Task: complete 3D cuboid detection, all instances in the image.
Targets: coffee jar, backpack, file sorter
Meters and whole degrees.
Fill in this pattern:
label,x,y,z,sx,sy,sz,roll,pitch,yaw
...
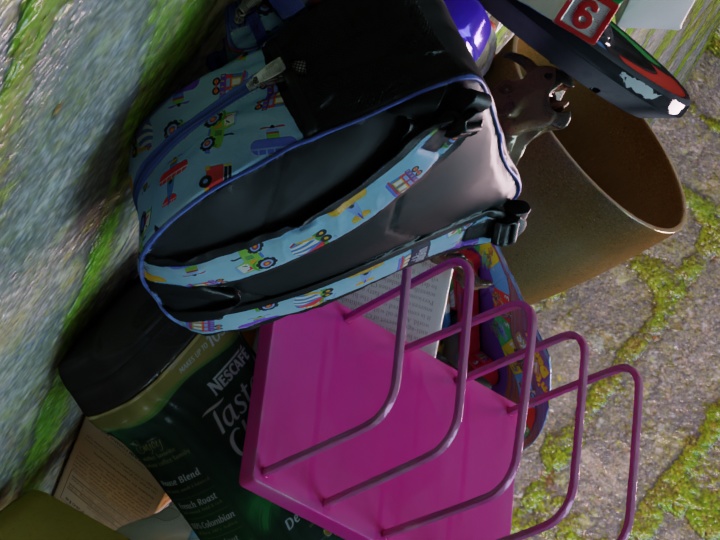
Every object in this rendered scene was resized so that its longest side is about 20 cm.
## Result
label,x,y,z,sx,sy,sz,roll,pitch,yaw
coffee jar,-0.081,0.095,1.542,0.085,0.200,0.104,-21,-157,52
backpack,-0.031,-0.059,1.369,0.199,0.135,0.183,-26,155,2
file sorter,0.052,0.083,1.522,0.125,0.200,0.139,-27,-135,41

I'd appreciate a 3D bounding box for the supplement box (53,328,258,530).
label,x,y,z,sx,sy,sz,roll,pitch,yaw
supplement box,-0.123,0.096,1.731,0.126,0.073,0.200,-47,170,-39

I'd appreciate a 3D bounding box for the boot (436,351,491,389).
label,x,y,z,sx,sy,sz,roll,pitch,yaw
boot,-0.005,0.103,1.761,0.069,0.174,0.200,-2,131,-41

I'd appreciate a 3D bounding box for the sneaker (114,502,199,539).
label,x,y,z,sx,sy,sz,roll,pitch,yaw
sneaker,-0.071,0.148,1.684,0.199,0.081,0.077,-17,152,-10

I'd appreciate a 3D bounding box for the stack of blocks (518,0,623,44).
label,x,y,z,sx,sy,sz,roll,pitch,yaw
stack of blocks,0.104,-0.219,1.592,0.059,0.115,0.200,-57,-169,22

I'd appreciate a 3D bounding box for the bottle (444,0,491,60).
label,x,y,z,sx,sy,sz,roll,pitch,yaw
bottle,-0.006,-0.078,1.502,0.200,0.065,0.084,-54,171,-4

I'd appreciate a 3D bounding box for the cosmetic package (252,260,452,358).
label,x,y,z,sx,sy,sz,roll,pitch,yaw
cosmetic package,0.000,0.000,1.655,0.071,0.101,0.201,146,-41,-65

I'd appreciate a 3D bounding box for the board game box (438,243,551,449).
label,x,y,z,sx,sy,sz,roll,pitch,yaw
board game box,0.055,0.032,1.753,0.039,0.201,0.158,-20,170,-25

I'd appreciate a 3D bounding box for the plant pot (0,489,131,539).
label,x,y,z,sx,sy,sz,roll,pitch,yaw
plant pot,-0.194,0.256,1.610,0.177,0.199,0.200,-61,178,-36

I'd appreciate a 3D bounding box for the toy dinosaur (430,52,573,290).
label,x,y,z,sx,sy,sz,roll,pitch,yaw
toy dinosaur,0.024,-0.063,1.598,0.086,0.199,0.136,138,-50,-69

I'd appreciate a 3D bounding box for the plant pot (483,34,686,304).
label,x,y,z,sx,sy,sz,roll,pitch,yaw
plant pot,0.107,-0.048,1.965,0.200,0.187,0.186,-39,180,26

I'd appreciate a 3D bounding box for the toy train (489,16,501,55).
label,x,y,z,sx,sy,sz,roll,pitch,yaw
toy train,0.085,-0.144,2.049,0.150,0.056,0.200,-56,172,14

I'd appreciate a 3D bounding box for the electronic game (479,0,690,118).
label,x,y,z,sx,sy,sz,roll,pitch,yaw
electronic game,0.123,-0.160,1.642,0.042,0.200,0.200,-52,173,12

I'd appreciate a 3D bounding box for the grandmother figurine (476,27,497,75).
label,x,y,z,sx,sy,sz,roll,pitch,yaw
grandmother figurine,0.051,-0.148,1.820,0.121,0.061,0.200,-48,172,17

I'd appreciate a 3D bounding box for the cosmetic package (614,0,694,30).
label,x,y,z,sx,sy,sz,roll,pitch,yaw
cosmetic package,0.187,-0.265,1.747,0.083,0.050,0.201,109,-21,-61
